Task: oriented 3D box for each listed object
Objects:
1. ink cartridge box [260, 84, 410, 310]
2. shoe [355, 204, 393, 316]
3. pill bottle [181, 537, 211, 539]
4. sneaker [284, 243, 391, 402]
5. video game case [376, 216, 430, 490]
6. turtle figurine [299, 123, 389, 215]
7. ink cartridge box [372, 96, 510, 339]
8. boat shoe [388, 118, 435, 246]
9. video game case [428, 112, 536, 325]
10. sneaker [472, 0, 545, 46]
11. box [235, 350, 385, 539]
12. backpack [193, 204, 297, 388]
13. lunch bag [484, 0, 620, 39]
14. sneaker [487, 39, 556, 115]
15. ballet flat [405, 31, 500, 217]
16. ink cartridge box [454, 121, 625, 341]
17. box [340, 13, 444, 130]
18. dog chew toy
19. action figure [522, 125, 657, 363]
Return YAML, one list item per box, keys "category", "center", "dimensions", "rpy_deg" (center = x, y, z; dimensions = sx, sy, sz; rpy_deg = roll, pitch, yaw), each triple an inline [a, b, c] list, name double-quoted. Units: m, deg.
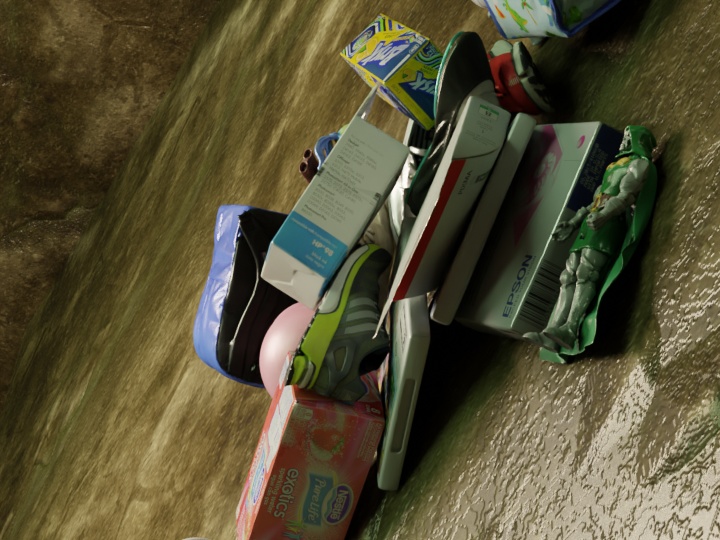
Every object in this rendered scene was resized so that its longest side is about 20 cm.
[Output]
- category: "ink cartridge box"
  center: [-0.015, -0.072, 1.703]
  dimensions: [0.201, 0.066, 0.116]
  rpy_deg: [-57, -3, -18]
- category: "shoe"
  center: [0.000, 0.000, 1.768]
  dimensions: [0.053, 0.069, 0.201]
  rpy_deg: [102, 172, -67]
- category: "pill bottle"
  center: [-0.210, 0.392, 1.916]
  dimensions: [0.200, 0.115, 0.116]
  rpy_deg: [-50, 22, 41]
- category: "sneaker"
  center: [-0.006, 0.054, 1.663]
  dimensions: [0.074, 0.081, 0.201]
  rpy_deg: [-59, 2, 48]
- category: "video game case"
  center: [0.039, 0.078, 1.662]
  dimensions: [0.201, 0.023, 0.183]
  rpy_deg: [-91, 9, -56]
- category: "turtle figurine"
  center: [0.034, -0.069, 1.899]
  dimensions: [0.144, 0.199, 0.195]
  rpy_deg: [46, 138, 43]
- category: "ink cartridge box"
  center: [0.075, -0.042, 1.535]
  dimensions: [0.200, 0.050, 0.162]
  rpy_deg: [-72, 4, -58]
- category: "boat shoe"
  center: [0.066, -0.109, 1.787]
  dimensions: [0.067, 0.073, 0.202]
  rpy_deg: [80, -168, -73]
- category: "video game case"
  center: [0.111, -0.044, 1.622]
  dimensions: [0.182, 0.022, 0.201]
  rpy_deg: [55, -121, -89]
- category: "sneaker"
  center: [0.161, -0.294, 1.825]
  dimensions: [0.200, 0.075, 0.116]
  rpy_deg: [-23, 41, 61]
- category: "box"
  center: [-0.051, 0.195, 1.686]
  dimensions: [0.103, 0.094, 0.201]
  rpy_deg: [-101, 27, -63]
- category: "backpack"
  center: [-0.108, 0.036, 2.028]
  dimensions: [0.168, 0.161, 0.202]
  rpy_deg: [-176, 96, -69]
- category: "lunch bag"
  center: [0.211, -0.318, 1.631]
  dimensions: [0.200, 0.128, 0.170]
  rpy_deg: [-37, 17, -9]
- category: "sneaker"
  center: [0.135, -0.175, 1.702]
  dimensions: [0.085, 0.077, 0.200]
  rpy_deg: [-29, 9, -1]
- category: "ballet flat"
  center: [0.100, -0.128, 1.639]
  dimensions: [0.068, 0.068, 0.201]
  rpy_deg: [-29, -38, -45]
- category: "ink cartridge box"
  center: [0.150, -0.037, 1.559]
  dimensions: [0.198, 0.043, 0.200]
  rpy_deg: [-67, 18, -5]
- category: "box"
  center: [0.043, -0.203, 1.748]
  dimensions: [0.064, 0.070, 0.200]
  rpy_deg: [-45, 20, 1]
- category: "dog chew toy"
  center: [-0.049, 0.088, 1.865]
  dimensions: [0.125, 0.124, 0.200]
  rpy_deg: [-63, 9, 5]
- category: "action figure"
  center: [0.194, -0.028, 1.401]
  dimensions: [0.201, 0.054, 0.118]
  rpy_deg: [-65, 13, -15]
